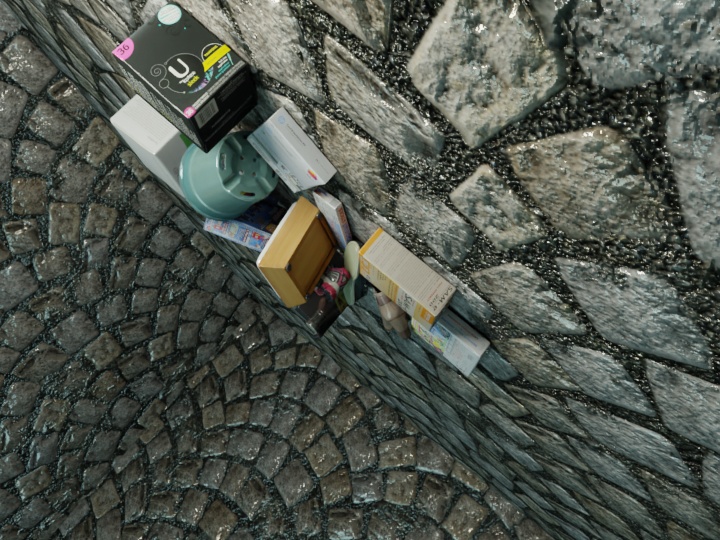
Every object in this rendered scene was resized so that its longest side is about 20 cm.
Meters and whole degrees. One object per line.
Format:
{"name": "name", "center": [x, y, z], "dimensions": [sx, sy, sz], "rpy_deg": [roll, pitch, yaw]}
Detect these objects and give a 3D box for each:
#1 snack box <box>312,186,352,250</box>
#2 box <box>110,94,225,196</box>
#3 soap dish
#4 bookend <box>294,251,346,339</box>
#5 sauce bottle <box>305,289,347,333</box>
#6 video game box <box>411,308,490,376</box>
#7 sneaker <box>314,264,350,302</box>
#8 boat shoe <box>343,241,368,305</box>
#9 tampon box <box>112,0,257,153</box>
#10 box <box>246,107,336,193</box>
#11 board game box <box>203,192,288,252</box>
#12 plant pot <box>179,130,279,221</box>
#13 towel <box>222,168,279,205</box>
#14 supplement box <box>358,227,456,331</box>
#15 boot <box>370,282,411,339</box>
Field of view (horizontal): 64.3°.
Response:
{"name": "snack box", "center": [-0.058, -0.110, 1.291], "dimensions": [0.071, 0.024, 0.201], "rpy_deg": [38, 164, 23]}
{"name": "box", "center": [-0.499, -0.346, 1.507], "dimensions": [0.199, 0.172, 0.200], "rpy_deg": [36, 164, 24]}
{"name": "soap dish", "center": [-0.135, -0.038, 1.292], "dimensions": [0.080, 0.202, 0.158], "rpy_deg": [11, 148, 30]}
{"name": "bookend", "center": [-0.119, 0.041, 1.531], "dimensions": [0.198, 0.201, 0.092], "rpy_deg": [42, 165, -4]}
{"name": "sauce bottle", "center": [-0.060, 0.072, 1.457], "dimensions": [0.066, 0.201, 0.066], "rpy_deg": [36, 166, 11]}
{"name": "video game box", "center": [0.196, 0.146, 1.291], "dimensions": [0.181, 0.047, 0.201], "rpy_deg": [37, 164, 15]}
{"name": "sneaker", "center": [-0.086, 0.018, 1.398], "dimensions": [0.081, 0.075, 0.199], "rpy_deg": [54, 167, -26]}
{"name": "boat shoe", "center": [0.001, 0.002, 1.359], "dimensions": [0.202, 0.065, 0.075], "rpy_deg": [94, 153, -43]}
{"name": "tampon box", "center": [-0.315, -0.352, 1.048], "dimensions": [0.199, 0.150, 0.127], "rpy_deg": [40, 166, 10]}
{"name": "box", "center": [-0.142, -0.233, 1.142], "dimensions": [0.156, 0.041, 0.199], "rpy_deg": [48, 166, -17]}
{"name": "board game box", "center": [-0.268, -0.120, 1.479], "dimensions": [0.197, 0.062, 0.201], "rpy_deg": [29, -151, 1]}
{"name": "plant pot", "center": [-0.286, -0.222, 1.292], "dimensions": [0.201, 0.201, 0.195], "rpy_deg": [48, 156, -23]}
{"name": "towel", "center": [-0.319, -0.230, 1.492], "dimensions": [0.198, 0.024, 0.144], "rpy_deg": [23, -173, -45]}
{"name": "supplement box", "center": [0.091, 0.021, 1.164], "dimensions": [0.199, 0.074, 0.126], "rpy_deg": [39, 166, 14]}
{"name": "boot", "center": [0.069, 0.081, 1.422], "dimensions": [0.148, 0.069, 0.200], "rpy_deg": [61, 174, -18]}
